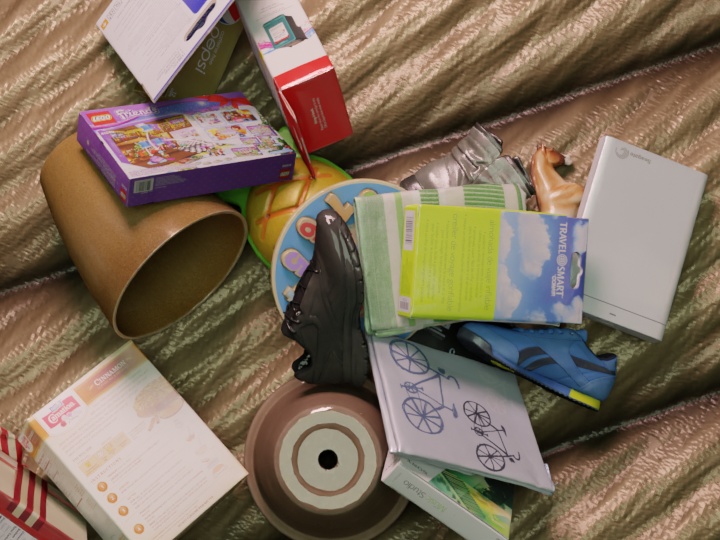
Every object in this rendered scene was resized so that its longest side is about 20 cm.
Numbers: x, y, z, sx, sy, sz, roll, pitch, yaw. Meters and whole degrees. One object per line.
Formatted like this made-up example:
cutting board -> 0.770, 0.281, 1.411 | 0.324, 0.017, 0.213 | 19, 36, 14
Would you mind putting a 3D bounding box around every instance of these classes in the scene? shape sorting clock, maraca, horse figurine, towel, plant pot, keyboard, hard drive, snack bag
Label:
shape sorting clock -> 0.000, 0.000, 1.694 | 0.199, 0.039, 0.201 | -7, 108, -21
maraca -> -0.075, -0.073, 1.749 | 0.137, 0.107, 0.200 | -41, 76, -6
horse figurine -> 0.234, -0.036, 1.771 | 0.132, 0.050, 0.201 | 21, 81, -5
towel -> 0.093, -0.014, 1.694 | 0.199, 0.023, 0.153 | -7, 95, -18
plant pot -> -0.259, -0.059, 1.723 | 0.186, 0.186, 0.200 | -44, 71, -4
plant pot -> -0.034, 0.206, 1.683 | 0.199, 0.175, 0.201 | 0, 85, 0
keyboard -> 0.076, 0.070, 1.770 | 0.200, 0.040, 0.104 | 28, 77, -5
hard drive -> 0.303, -0.035, 1.750 | 0.131, 0.027, 0.201 | 20, 79, -11
snack bag -> 0.104, 0.150, 1.663 | 0.199, 0.189, 0.021 | 17, 124, -25

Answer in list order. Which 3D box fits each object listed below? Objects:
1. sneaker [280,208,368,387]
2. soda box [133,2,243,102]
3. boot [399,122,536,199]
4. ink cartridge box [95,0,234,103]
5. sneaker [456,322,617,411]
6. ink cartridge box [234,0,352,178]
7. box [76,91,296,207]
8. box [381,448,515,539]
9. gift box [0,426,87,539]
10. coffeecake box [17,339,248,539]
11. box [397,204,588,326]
sneaker -> -0.040, 0.034, 1.638 | 0.090, 0.076, 0.201 | -5, 109, -6
soda box -> -0.181, -0.278, 1.779 | 0.068, 0.064, 0.201 | 16, 81, 47
boot -> 0.144, -0.058, 1.752 | 0.130, 0.068, 0.200 | -33, 82, 10
ink cartridge box -> -0.192, -0.298, 1.724 | 0.198, 0.047, 0.200 | -50, 46, 11
sneaker -> 0.198, 0.086, 1.726 | 0.200, 0.066, 0.079 | 25, 88, -21
ink cartridge box -> -0.067, -0.213, 1.718 | 0.067, 0.116, 0.200 | -23, 55, -3
box -> -0.188, -0.134, 1.685 | 0.199, 0.039, 0.137 | -11, 41, -30
box -> 0.101, 0.196, 1.665 | 0.144, 0.200, 0.036 | 36, 120, -10
gift box -> -0.407, 0.280, 1.666 | 0.200, 0.187, 0.185 | 42, 87, -11
coffeecake box -> -0.249, 0.203, 1.704 | 0.200, 0.073, 0.153 | 48, 59, 5
box -> 0.143, -0.005, 1.674 | 0.199, 0.048, 0.122 | 3, 92, -19
